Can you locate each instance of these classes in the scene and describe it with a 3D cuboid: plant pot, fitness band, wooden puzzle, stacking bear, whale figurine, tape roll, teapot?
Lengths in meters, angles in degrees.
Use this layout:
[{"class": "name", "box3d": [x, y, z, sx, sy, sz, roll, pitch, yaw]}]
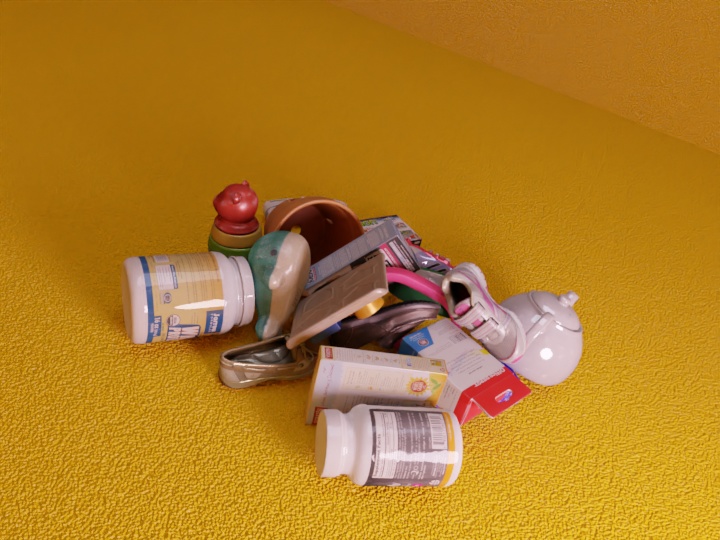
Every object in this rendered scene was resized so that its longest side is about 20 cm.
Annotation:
[{"class": "plant pot", "box3d": [-0.107, -0.061, 1.308, 0.200, 0.200, 0.140, -4, 21, -25]}, {"class": "fitness band", "box3d": [0.087, 0.077, 1.198, 0.200, 0.144, 0.037, 27, 28, 0]}, {"class": "wooden puzzle", "box3d": [-0.030, 0.056, 1.102, 0.046, 0.185, 0.200, 57, 11, -13]}, {"class": "stacking bear", "box3d": [-0.238, -0.071, 1.240, 0.114, 0.200, 0.122, 15, 34, 7]}, {"class": "whale figurine", "box3d": [-0.157, 0.027, 1.152, 0.104, 0.200, 0.159, 14, -7, 7]}, {"class": "tape roll", "box3d": [0.152, 0.042, 1.302, 0.200, 0.048, 0.200, 16, 12, -4]}, {"class": "teapot", "box3d": [0.339, 0.106, 1.220, 0.197, 0.146, 0.200, 21, 28, -23]}]

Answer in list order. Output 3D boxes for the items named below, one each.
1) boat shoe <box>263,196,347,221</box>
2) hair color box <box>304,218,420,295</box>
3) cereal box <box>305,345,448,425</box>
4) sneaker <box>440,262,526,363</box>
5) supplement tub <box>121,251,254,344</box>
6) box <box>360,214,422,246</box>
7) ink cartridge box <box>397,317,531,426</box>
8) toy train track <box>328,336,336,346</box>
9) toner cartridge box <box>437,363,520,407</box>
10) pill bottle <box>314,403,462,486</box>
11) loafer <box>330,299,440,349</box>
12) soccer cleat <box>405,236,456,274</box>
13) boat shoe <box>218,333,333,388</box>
[{"class": "boat shoe", "box3d": [-0.127, -0.143, 1.510, 0.200, 0.071, 0.070, -8, 43, -19]}, {"class": "hair color box", "box3d": [0.000, 0.000, 1.229, 0.200, 0.099, 0.061, -30, 38, 11]}, {"class": "cereal box", "box3d": [0.021, 0.190, 1.023, 0.200, 0.144, 0.040, 9, 35, -10]}, {"class": "sneaker", "box3d": [0.199, 0.077, 1.118, 0.088, 0.081, 0.200, -7, 54, -50]}, {"class": "supplement tub", "box3d": [-0.294, 0.043, 1.112, 0.200, 0.145, 0.145, -5, 39, -26]}, {"class": "box", "box3d": [0.030, -0.075, 1.496, 0.200, 0.035, 0.110, -11, 42, -32]}, {"class": "ink cartridge box", "box3d": [0.168, 0.176, 1.087, 0.116, 0.067, 0.200, -19, 48, -38]}, {"class": "toy train track", "box3d": [-0.034, 0.127, 1.175, 0.200, 0.033, 0.115, -8, 52, -11]}, {"class": "toner cartridge box", "box3d": [0.181, 0.199, 1.158, 0.200, 0.043, 0.095, -2, 37, -23]}, {"class": "pill bottle", "box3d": [0.039, 0.256, 0.961, 0.200, 0.117, 0.116, 5, 35, -12]}, {"class": "loafer", "box3d": [0.045, 0.100, 1.137, 0.200, 0.071, 0.073, -15, 1, 0]}, {"class": "soccer cleat", "box3d": [0.134, -0.015, 1.438, 0.200, 0.077, 0.067, 29, 4, -6]}, {"class": "boat shoe", "box3d": [-0.136, 0.140, 1.086, 0.200, 0.063, 0.073, -9, 50, -21]}]
